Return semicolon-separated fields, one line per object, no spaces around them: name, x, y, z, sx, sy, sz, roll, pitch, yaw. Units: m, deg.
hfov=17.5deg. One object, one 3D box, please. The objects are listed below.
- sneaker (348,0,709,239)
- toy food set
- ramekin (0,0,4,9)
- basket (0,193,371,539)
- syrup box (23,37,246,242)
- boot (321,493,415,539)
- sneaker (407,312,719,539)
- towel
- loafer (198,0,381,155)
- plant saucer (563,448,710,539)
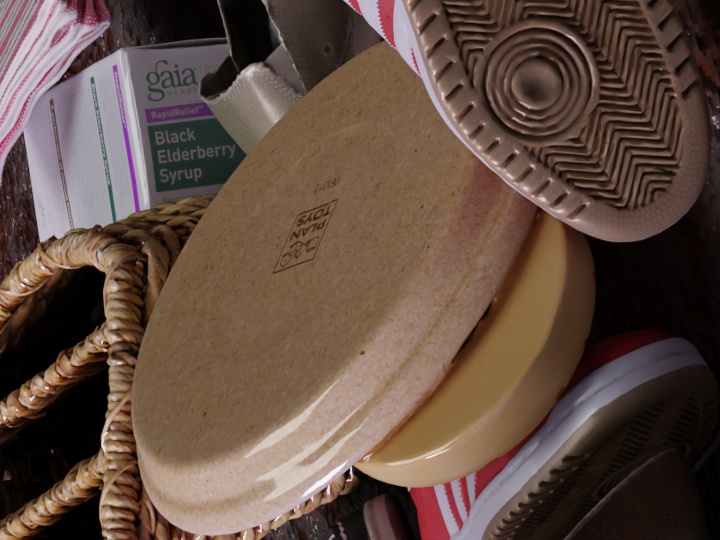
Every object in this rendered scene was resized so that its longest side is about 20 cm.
sneaker;0.018;-0.089;0.683;0.200;0.071;0.112;49;172;-2
toy food set;0.000;0.000;0.756;0.200;0.049;0.198;-33;32;38
ramekin;-0.221;-0.199;1.317;0.200;0.097;0.201;171;90;-69
basket;-0.110;0.062;0.911;0.200;0.149;0.143;-32;84;53
syrup box;-0.092;-0.054;1.072;0.200;0.079;0.082;174;88;-69
boot;-0.044;0.153;0.894;0.200;0.150;0.073;96;157;-70
sneaker;0.047;0.036;0.764;0.200;0.071;0.113;118;135;-61
towel;-0.145;-0.129;1.111;0.146;0.030;0.200;-54;20;38
loafer;-0.026;-0.062;0.913;0.076;0.068;0.200;-177;79;-69
plant saucer;0.046;0.142;0.689;0.032;0.200;0.200;36;142;15
